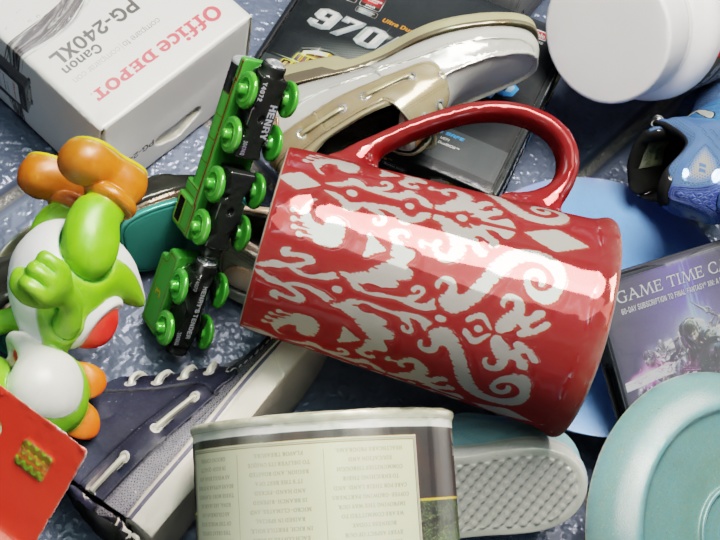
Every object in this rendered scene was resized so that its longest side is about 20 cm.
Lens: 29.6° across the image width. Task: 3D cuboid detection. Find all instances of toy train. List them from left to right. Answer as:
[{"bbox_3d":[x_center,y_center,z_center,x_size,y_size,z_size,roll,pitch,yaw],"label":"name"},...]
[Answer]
[{"bbox_3d":[-0.090,-0.041,0.842,0.041,0.202,0.056,8,23,-34],"label":"toy train"}]

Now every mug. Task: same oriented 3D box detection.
[{"bbox_3d":[0.040,-0.009,0.814,0.198,0.134,0.179,15,51,-4],"label":"mug"}]

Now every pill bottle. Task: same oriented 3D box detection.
[{"bbox_3d":[0.225,-0.185,0.976,0.114,0.114,0.199,49,41,15],"label":"pill bottle"}]

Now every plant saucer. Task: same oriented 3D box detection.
[{"bbox_3d":[0.226,0.162,0.835,0.198,0.027,0.203,5,80,-26],"label":"plant saucer"}]

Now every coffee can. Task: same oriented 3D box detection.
[{"bbox_3d":[-0.015,0.180,0.723,0.144,0.146,0.203,-2,81,-12],"label":"coffee can"}]

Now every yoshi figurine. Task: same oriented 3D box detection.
[{"bbox_3d":[-0.198,0.022,0.777,0.111,0.113,0.202,9,73,12],"label":"yoshi figurine"}]

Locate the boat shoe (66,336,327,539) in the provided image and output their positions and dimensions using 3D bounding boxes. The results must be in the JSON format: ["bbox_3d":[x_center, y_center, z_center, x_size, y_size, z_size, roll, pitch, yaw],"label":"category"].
[{"bbox_3d":[-0.104,0.079,0.832,0.092,0.075,0.200,34,60,15],"label":"boat shoe"}]

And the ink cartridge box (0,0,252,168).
[{"bbox_3d":[-0.192,-0.175,0.942,0.200,0.084,0.145,42,63,12],"label":"ink cartridge box"}]

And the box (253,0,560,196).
[{"bbox_3d":[0.033,-0.137,0.976,0.198,0.046,0.160,24,61,10],"label":"box"}]

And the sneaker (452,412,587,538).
[{"bbox_3d":[0.040,0.127,0.850,0.197,0.082,0.075,1,103,6],"label":"sneaker"}]

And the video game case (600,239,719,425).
[{"bbox_3d":[0.225,0.088,0.871,0.142,0.019,0.202,-15,87,-28],"label":"video game case"}]

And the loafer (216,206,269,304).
[{"bbox_3d":[0.000,0.000,0.882,0.197,0.063,0.073,8,55,6],"label":"loafer"}]

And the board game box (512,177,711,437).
[{"bbox_3d":[0.155,0.029,0.932,0.156,0.039,0.202,16,58,5],"label":"board game box"}]

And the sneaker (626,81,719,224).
[{"bbox_3d":[0.232,-0.089,0.948,0.088,0.079,0.200,8,22,7],"label":"sneaker"}]

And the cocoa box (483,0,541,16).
[{"bbox_3d":[0.118,-0.298,1.040,0.131,0.134,0.200,35,62,9],"label":"cocoa box"}]

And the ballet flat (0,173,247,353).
[{"bbox_3d":[-0.169,-0.023,0.880,0.199,0.068,0.068,-29,59,-23],"label":"ballet flat"}]

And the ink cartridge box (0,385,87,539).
[{"bbox_3d":[-0.258,0.135,0.720,0.161,0.201,0.050,35,17,8],"label":"ink cartridge box"}]

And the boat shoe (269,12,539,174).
[{"bbox_3d":[0.028,-0.110,0.895,0.198,0.075,0.069,-17,63,-1],"label":"boat shoe"}]
